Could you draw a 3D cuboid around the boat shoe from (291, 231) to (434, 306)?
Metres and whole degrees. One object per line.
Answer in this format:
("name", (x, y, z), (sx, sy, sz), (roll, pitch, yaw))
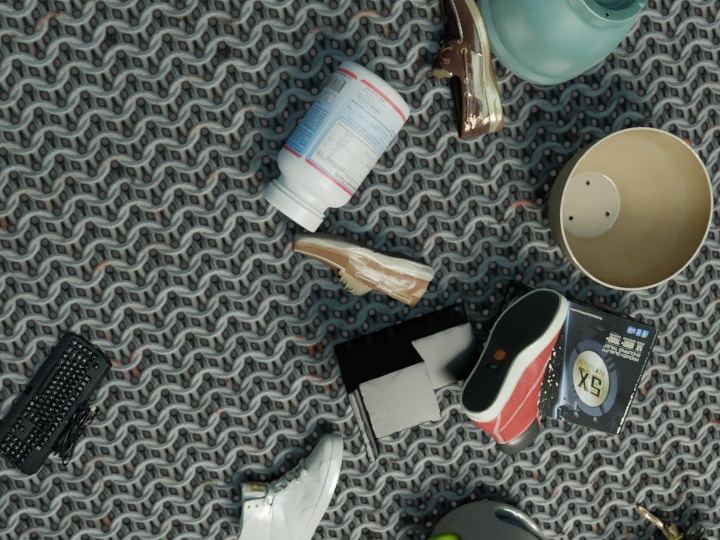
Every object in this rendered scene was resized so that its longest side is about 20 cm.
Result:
("boat shoe", (0.000, 0.000, 0.832), (0.200, 0.076, 0.072), (17, 99, -7))

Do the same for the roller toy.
("roller toy", (0.187, 0.439, 0.888), (0.182, 0.140, 0.200), (-12, 103, 7))

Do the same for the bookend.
("bookend", (0.078, 0.132, 0.797), (0.200, 0.199, 0.092), (-19, 100, -4))

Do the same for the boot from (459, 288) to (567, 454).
("boot", (0.219, 0.133, 0.801), (0.200, 0.072, 0.144), (-53, 129, -14))

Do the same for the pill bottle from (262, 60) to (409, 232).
("pill bottle", (-0.035, -0.153, 0.785), (0.109, 0.109, 0.200), (36, 94, -10))

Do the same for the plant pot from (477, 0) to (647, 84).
("plant pot", (0.264, -0.343, 0.755), (0.200, 0.134, 0.201), (-1, 94, -19))

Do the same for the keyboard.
("keyboard", (-0.411, 0.191, 0.832), (0.104, 0.040, 0.200), (35, 95, -10))

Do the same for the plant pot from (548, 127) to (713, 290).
("plant pot", (0.334, -0.085, 0.824), (0.200, 0.134, 0.201), (-1, 99, -7))

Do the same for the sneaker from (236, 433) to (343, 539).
("sneaker", (-0.106, 0.309, 0.868), (0.115, 0.074, 0.200), (22, 97, -12))

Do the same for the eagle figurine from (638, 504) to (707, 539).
("eagle figurine", (0.467, 0.488, 0.924), (0.151, 0.200, 0.151), (14, 142, 23))

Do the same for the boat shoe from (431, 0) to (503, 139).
("boat shoe", (0.128, -0.272, 0.807), (0.072, 0.072, 0.200), (-18, 105, -3))

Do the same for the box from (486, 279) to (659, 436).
("box", (0.288, 0.122, 0.876), (0.200, 0.086, 0.164), (18, 97, -9))
